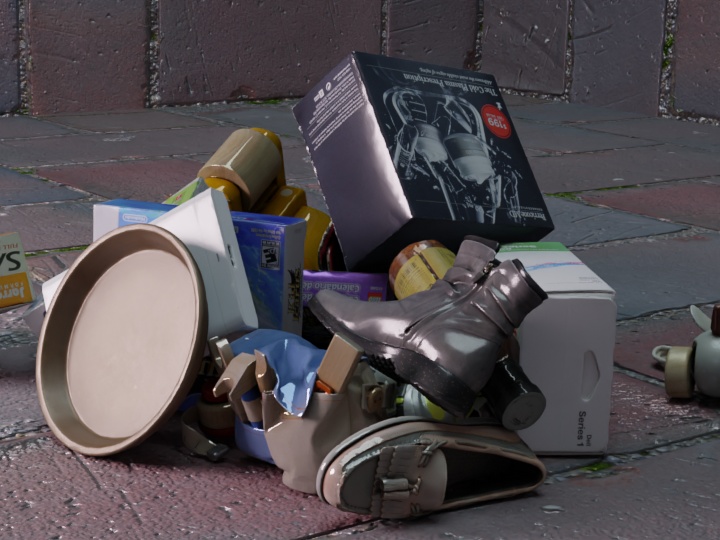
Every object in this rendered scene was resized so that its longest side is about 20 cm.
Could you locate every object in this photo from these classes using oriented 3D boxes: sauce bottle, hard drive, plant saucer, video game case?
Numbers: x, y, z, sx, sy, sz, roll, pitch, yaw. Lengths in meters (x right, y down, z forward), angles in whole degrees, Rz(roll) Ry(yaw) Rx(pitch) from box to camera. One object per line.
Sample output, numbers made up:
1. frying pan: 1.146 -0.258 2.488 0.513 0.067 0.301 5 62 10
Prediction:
1. sauce bottle: 0.088 0.054 1.308 0.066 0.066 0.200 -4 39 -24
2. hard drive: -0.187 0.030 1.374 0.199 0.132 0.026 -27 -25 24
3. plant saucer: -0.198 0.059 1.326 0.200 0.201 0.029 13 -8 42
4. video game case: -0.148 0.036 1.419 0.199 0.182 0.045 7 12 24

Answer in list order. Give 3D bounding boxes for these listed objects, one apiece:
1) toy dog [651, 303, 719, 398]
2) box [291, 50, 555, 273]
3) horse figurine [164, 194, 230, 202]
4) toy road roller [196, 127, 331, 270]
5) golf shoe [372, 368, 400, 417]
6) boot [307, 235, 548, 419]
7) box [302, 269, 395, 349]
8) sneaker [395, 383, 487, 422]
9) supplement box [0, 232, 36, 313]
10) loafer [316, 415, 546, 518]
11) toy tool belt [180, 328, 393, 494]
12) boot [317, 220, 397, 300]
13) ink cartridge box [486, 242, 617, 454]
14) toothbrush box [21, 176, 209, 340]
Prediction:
1. toy dog: 0.358 0.067 1.537 0.131 0.097 0.200 3 13 5
2. box: 0.062 -0.098 1.514 0.199 0.183 0.104 2 -29 -43
3. horse figurine: -0.157 -0.002 1.655 0.200 0.133 0.050 39 7 41
4. toy road roller: -0.095 -0.051 1.785 0.145 0.201 0.123 11 41 22
5. golf shoe: 0.024 0.100 1.414 0.091 0.076 0.200 6 14 6
6. boot: 0.056 0.027 1.272 0.200 0.132 0.070 29 -9 42
7. box: -0.034 0.043 1.531 0.136 0.039 0.200 3 -16 7
8. sneaker: 0.091 0.077 1.384 0.076 0.076 0.201 2 48 19
9. supplement box: -0.428 0.027 1.525 0.199 0.074 0.126 -17 -2 39
10. loafer: 0.060 0.151 1.200 0.199 0.072 0.063 -4 24 -41
11. toy tool belt: -0.065 0.090 1.279 0.199 0.123 0.125 13 31 41
12. boot: -0.001 -0.002 1.608 0.073 0.204 0.154 34 31 17
13. ink cartridge box: 0.161 0.065 1.409 0.084 0.146 0.200 0 13 -6
14. toothbrush box: -0.218 0.006 1.549 0.200 0.086 0.146 -33 11 5
